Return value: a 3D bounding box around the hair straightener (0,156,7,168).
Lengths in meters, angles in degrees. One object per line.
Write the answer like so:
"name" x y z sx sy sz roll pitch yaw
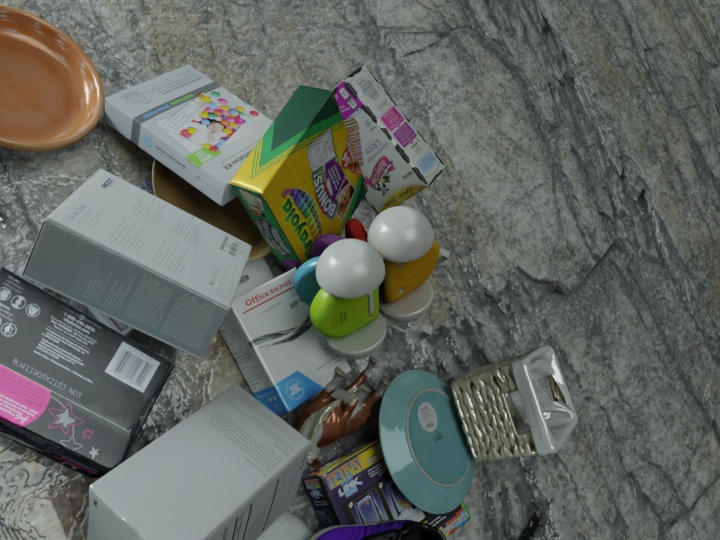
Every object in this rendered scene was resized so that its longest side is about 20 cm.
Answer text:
"hair straightener" -0.486 -0.176 0.714 0.200 0.041 0.077 31 59 -22

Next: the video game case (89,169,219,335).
"video game case" -0.273 -0.027 0.819 0.143 0.018 0.200 52 53 -7

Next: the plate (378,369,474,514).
"plate" 0.104 0.235 0.904 0.200 0.026 0.201 23 54 -37

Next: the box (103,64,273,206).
"box" -0.206 -0.184 0.848 0.200 0.041 0.156 36 45 9

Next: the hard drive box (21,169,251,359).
"hard drive box" -0.237 -0.013 0.720 0.200 0.077 0.156 29 24 -13

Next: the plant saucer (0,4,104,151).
"plant saucer" -0.413 -0.225 0.770 0.200 0.037 0.201 21 54 -32

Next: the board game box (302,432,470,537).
"board game box" 0.039 0.313 0.884 0.200 0.057 0.166 -19 82 -38

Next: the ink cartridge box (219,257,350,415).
"ink cartridge box" -0.115 0.078 0.857 0.116 0.067 0.200 -29 91 -37

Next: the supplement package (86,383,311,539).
"supplement package" -0.167 0.240 0.683 0.121 0.120 0.200 33 36 21

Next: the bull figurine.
"bull figurine" -0.029 0.179 0.821 0.065 0.122 0.200 40 14 13

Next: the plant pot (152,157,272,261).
"plant pot" -0.192 -0.099 0.878 0.200 0.027 0.201 23 53 -34

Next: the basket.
"basket" 0.235 0.200 0.976 0.200 0.123 0.136 -2 73 -62

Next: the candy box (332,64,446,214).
"candy box" 0.019 -0.196 1.004 0.200 0.136 0.061 48 55 -9

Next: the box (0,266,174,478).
"box" -0.325 0.112 0.674 0.200 0.115 0.132 35 56 -20

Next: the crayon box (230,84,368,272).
"crayon box" -0.072 -0.112 0.866 0.173 0.058 0.200 -61 152 -23

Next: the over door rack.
"over door rack" 0.019 0.014 0.961 0.199 0.067 0.148 18 62 -5

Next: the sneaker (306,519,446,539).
"sneaker" 0.023 0.331 0.758 0.200 0.099 0.070 3 73 -41

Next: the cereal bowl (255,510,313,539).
"cereal bowl" -0.119 0.371 0.740 0.200 0.083 0.201 12 68 -31

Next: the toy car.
"toy car" 0.000 0.000 0.840 0.200 0.175 0.150 -35 53 -25
